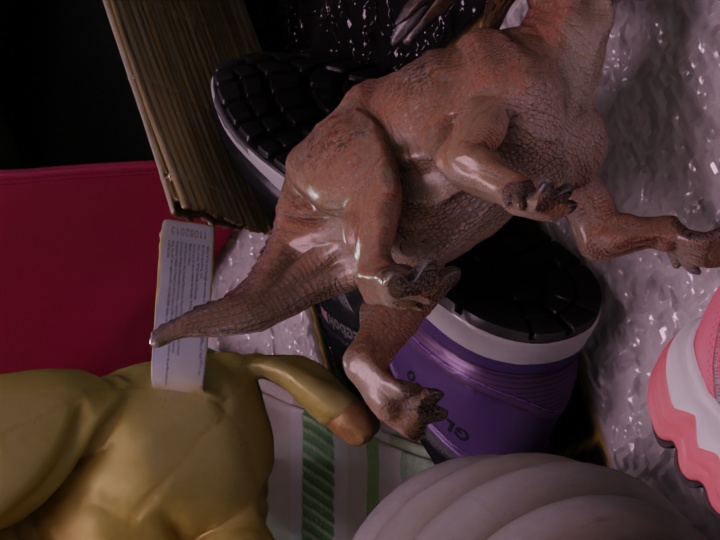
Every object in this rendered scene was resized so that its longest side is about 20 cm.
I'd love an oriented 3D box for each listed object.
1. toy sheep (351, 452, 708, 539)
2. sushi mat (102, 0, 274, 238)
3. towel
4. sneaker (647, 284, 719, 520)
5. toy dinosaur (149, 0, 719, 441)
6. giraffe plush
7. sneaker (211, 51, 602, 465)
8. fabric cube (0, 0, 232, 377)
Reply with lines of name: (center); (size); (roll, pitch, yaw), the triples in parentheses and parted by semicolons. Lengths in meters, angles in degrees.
toy sheep: (0.057, 0.122, 0.668); (0.200, 0.137, 0.139); (20, 110, 58)
sushi mat: (-0.069, -0.097, 0.866); (0.012, 0.096, 0.201); (-31, 64, 24)
towel: (-0.018, 0.117, 0.876); (0.200, 0.023, 0.154); (17, 109, 53)
sneaker: (0.145, 0.060, 0.574); (0.200, 0.073, 0.087); (55, 134, 38)
toy dinosaur: (0.022, -0.040, 0.692); (0.199, 0.086, 0.136); (-32, 53, 3)
giraffe plush: (-0.097, 0.096, 0.807); (0.162, 0.172, 0.201); (139, 153, -69)
sneaker: (0.000, 0.000, 0.792); (0.200, 0.075, 0.088); (49, 138, 42)
fabric cube: (-0.182, -0.059, 0.948); (0.200, 0.195, 0.201); (-56, 50, 46)
